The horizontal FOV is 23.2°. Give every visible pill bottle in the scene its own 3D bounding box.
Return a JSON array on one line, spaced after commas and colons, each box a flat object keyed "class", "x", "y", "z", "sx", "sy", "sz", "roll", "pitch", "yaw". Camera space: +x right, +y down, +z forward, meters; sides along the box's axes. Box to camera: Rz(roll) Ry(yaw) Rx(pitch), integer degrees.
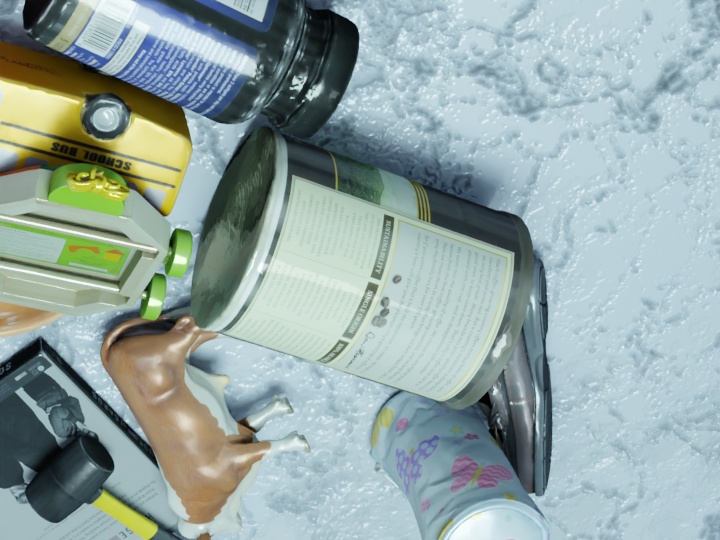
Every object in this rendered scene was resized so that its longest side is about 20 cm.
[{"class": "pill bottle", "x": -0.106, "y": -0.162, "z": 1.130, "sx": 0.199, "sy": 0.112, "sz": 0.112, "roll": 23, "pitch": 114, "yaw": -23}]

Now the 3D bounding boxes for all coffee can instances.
[{"class": "coffee can", "x": 0.000, "y": 0.000, "z": 1.227, "sx": 0.199, "sy": 0.147, "sz": 0.147, "roll": 18, "pitch": 116, "yaw": -21}]

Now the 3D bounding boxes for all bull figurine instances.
[{"class": "bull figurine", "x": -0.114, "y": 0.115, "z": 1.313, "sx": 0.121, "sy": 0.065, "sz": 0.201, "roll": -27, "pitch": 114, "yaw": -1}]

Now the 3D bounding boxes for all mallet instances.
[{"class": "mallet", "x": -0.175, "y": 0.204, "z": 1.355, "sx": 0.066, "sy": 0.041, "sz": 0.200, "roll": -36, "pitch": 125, "yaw": 8}]

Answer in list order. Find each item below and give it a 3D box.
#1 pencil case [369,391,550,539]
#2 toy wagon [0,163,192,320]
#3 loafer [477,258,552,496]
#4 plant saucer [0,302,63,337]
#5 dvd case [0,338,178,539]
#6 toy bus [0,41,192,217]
[{"class": "pencil case", "x": 0.070, "y": 0.161, "z": 1.310, "sx": 0.090, "sy": 0.200, "sz": 0.084, "roll": -15, "pitch": 116, "yaw": -10}, {"class": "toy wagon", "x": -0.188, "y": -0.024, "z": 1.141, "sx": 0.154, "sy": 0.040, "sz": 0.200, "roll": 12, "pitch": 150, "yaw": -18}, {"class": "loafer", "x": 0.115, "y": 0.082, "z": 1.355, "sx": 0.063, "sy": 0.072, "sz": 0.201, "roll": 1, "pitch": 116, "yaw": 11}, {"class": "plant saucer", "x": -0.264, "y": -0.046, "z": 1.214, "sx": 0.199, "sy": 0.038, "sz": 0.201, "roll": -5, "pitch": 121, "yaw": -7}, {"class": "dvd case", "x": -0.239, "y": 0.161, "z": 1.349, "sx": 0.150, "sy": 0.025, "sz": 0.200, "roll": -34, "pitch": 121, "yaw": 9}, {"class": "toy bus", "x": -0.210, "y": -0.100, "z": 1.133, "sx": 0.199, "sy": 0.065, "sz": 0.079, "roll": 13, "pitch": 117, "yaw": -20}]
